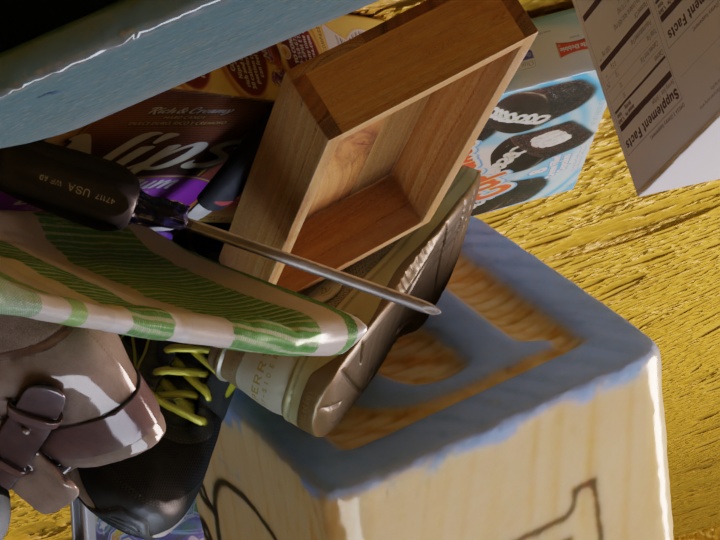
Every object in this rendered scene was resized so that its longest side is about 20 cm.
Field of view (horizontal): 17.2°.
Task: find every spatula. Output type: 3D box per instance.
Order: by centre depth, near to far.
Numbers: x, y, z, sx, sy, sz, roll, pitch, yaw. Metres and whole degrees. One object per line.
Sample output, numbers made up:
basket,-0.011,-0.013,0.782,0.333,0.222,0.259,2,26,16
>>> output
spatula,-0.075,-0.027,1.037,0.056,0.021,0.200,-4,157,-44

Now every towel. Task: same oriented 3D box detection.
towel,-0.111,-0.002,0.914,0.199,0.024,0.152,11,-172,-46

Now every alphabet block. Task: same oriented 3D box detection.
alphabet block,0.035,0.119,1.234,0.195,0.201,0.195,-21,-149,-20

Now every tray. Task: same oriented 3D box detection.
tray,0.001,-0.049,0.996,0.098,0.037,0.200,-29,168,-20

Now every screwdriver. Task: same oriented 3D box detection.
screwdriver,-0.055,-0.018,0.968,0.198,0.029,0.028,15,158,-20

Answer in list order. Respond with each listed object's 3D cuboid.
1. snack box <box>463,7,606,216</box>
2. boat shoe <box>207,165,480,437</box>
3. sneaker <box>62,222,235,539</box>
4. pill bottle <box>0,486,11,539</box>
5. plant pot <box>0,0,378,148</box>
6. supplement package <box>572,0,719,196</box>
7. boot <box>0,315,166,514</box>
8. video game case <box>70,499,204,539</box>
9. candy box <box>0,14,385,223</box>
snack box,0.063,-0.072,1.219,0.115,0.037,0.200,-15,165,-6
boat shoe,-0.001,0.002,1.137,0.201,0.063,0.074,-52,161,-46
sneaker,-0.086,0.033,1.123,0.074,0.201,0.085,26,135,-16
pill bottle,-0.234,0.090,1.154,0.115,0.202,0.116,-15,166,-4
plant pot,-0.040,-0.144,0.575,0.195,0.197,0.200,-21,175,15
supplement package,0.219,-0.126,1.055,0.198,0.112,0.156,-11,164,-19
boot,-0.182,0.050,1.045,0.199,0.146,0.070,-19,-149,47
video game case,-0.100,0.087,1.315,0.143,0.202,0.018,-19,-152,-39
candy box,-0.078,-0.070,1.034,0.116,0.057,0.199,-29,162,34
